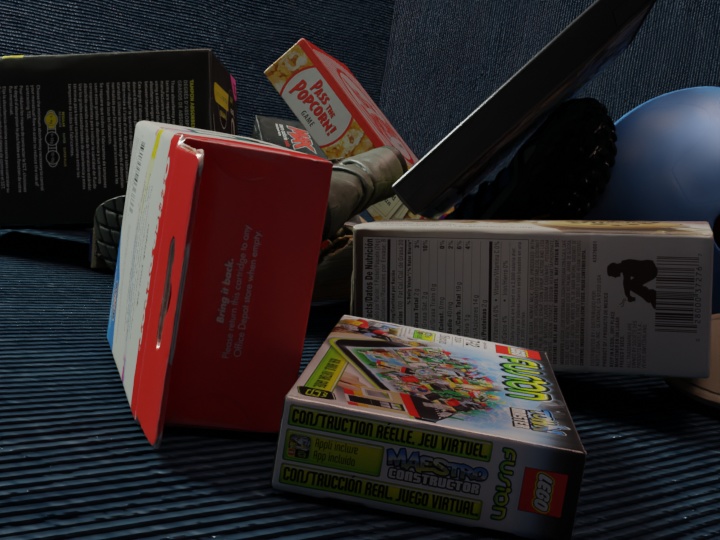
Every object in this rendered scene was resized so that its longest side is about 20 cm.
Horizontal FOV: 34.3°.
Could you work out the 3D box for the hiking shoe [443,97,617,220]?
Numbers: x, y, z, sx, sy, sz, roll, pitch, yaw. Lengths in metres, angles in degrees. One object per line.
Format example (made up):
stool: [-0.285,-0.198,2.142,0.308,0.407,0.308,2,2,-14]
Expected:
hiking shoe: [0.099,-0.045,0.811,0.086,0.201,0.074,19,-23,52]

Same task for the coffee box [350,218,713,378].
coffee box: [0.102,0.012,0.681,0.197,0.081,0.113,2,6,16]

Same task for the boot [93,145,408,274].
boot: [-0.072,-0.038,0.794,0.198,0.069,0.130,-5,15,31]

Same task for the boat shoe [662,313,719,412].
boat shoe: [0.259,0.075,0.677,0.199,0.073,0.063,9,-39,51]

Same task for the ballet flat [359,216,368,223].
ballet flat: [-0.067,-0.054,1.085,0.197,0.068,0.068,6,-25,-17]

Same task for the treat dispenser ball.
treat dispenser ball: [0.255,-0.034,0.869,0.198,0.204,0.201,9,7,-1]

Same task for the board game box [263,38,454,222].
board game box: [0.012,-0.096,0.998,0.201,0.046,0.151,53,11,6]

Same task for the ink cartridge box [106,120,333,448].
ink cartridge box: [-0.066,-0.001,0.519,0.066,0.118,0.200,7,8,-18]

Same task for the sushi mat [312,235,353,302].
sushi mat: [0.000,0.000,0.822,0.095,0.012,0.199,-34,-12,23]

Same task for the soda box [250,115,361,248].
soda box: [-0.053,-0.059,0.973,0.070,0.064,0.201,7,27,-16]

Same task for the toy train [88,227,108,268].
toy train: [-0.144,-0.019,0.916,0.045,0.035,0.199,9,5,29]

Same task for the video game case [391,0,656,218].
video game case: [0.110,-0.108,0.780,0.026,0.200,0.181,49,6,4]

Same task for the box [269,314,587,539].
box: [0.031,0.059,0.501,0.109,0.035,0.200,10,7,3]

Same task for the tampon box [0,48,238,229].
tampon box: [-0.201,-0.098,0.913,0.197,0.128,0.150,-1,1,0]
